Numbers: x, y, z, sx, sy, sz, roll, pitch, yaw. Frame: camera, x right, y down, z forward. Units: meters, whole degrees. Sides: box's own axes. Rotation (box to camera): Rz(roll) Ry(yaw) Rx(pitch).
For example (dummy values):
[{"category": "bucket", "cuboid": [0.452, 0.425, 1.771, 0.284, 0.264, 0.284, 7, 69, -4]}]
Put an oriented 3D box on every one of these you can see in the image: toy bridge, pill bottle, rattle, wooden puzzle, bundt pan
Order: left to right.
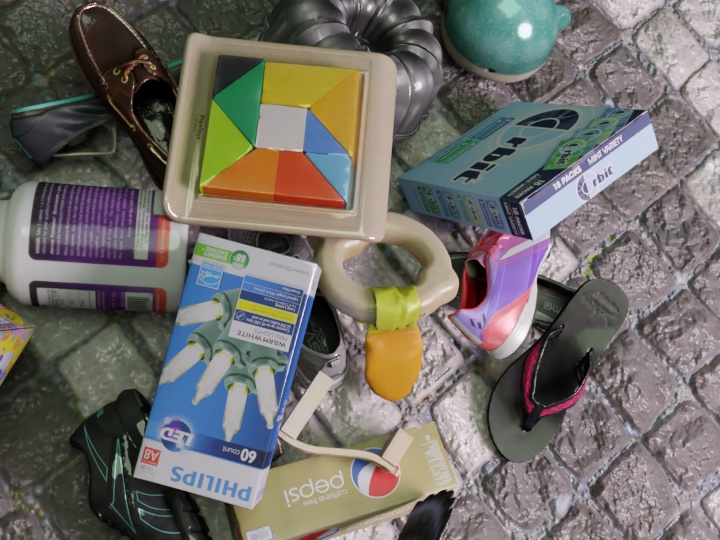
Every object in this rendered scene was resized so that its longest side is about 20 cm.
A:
[{"category": "pill bottle", "cuboid": [-0.258, -0.022, 0.904, 0.198, 0.112, 0.112, 4, 70, -11]}, {"category": "wooden puzzle", "cuboid": [-0.068, -0.124, 0.895, 0.198, 0.037, 0.187, 7, 71, -6]}, {"category": "toy bridge", "cuboid": [-0.048, 0.120, 0.865, 0.199, 0.027, 0.067, 36, 72, -1]}, {"category": "rattle", "cuboid": [0.000, 0.000, 0.952, 0.130, 0.143, 0.200, -39, 58, -15]}, {"category": "bundt pan", "cuboid": [0.001, -0.230, 1.018, 0.200, 0.076, 0.203, 16, 51, -21]}]

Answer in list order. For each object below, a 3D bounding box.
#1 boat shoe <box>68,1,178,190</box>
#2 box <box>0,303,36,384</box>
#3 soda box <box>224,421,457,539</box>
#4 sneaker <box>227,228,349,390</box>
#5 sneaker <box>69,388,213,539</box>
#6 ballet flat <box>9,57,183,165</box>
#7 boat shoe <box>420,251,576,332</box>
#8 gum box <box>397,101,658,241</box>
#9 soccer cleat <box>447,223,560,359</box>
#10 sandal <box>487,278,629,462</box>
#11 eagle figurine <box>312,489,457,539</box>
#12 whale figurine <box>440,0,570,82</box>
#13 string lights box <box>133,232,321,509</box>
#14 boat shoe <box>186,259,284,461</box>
[{"category": "boat shoe", "cuboid": [-0.200, -0.165, 0.926, 0.070, 0.070, 0.201, -35, 94, -21]}, {"category": "box", "cuboid": [-0.407, 0.081, 0.796, 0.192, 0.122, 0.201, 33, 89, 1]}, {"category": "soda box", "cuboid": [-0.019, 0.200, 0.898, 0.198, 0.068, 0.064, -13, 66, -16]}, {"category": "sneaker", "cuboid": [-0.060, 0.013, 0.950, 0.074, 0.082, 0.201, -27, 78, -19]}, {"category": "sneaker", "cuboid": [-0.186, 0.206, 0.870, 0.079, 0.075, 0.201, -27, 71, -6]}, {"category": "ballet flat", "cuboid": [-0.242, -0.152, 0.984, 0.199, 0.073, 0.073, -24, 77, -25]}, {"category": "boat shoe", "cuboid": [0.160, 0.022, 1.008, 0.198, 0.057, 0.067, 20, 68, -5]}, {"category": "gum box", "cuboid": [0.159, -0.105, 0.984, 0.169, 0.200, 0.045, -35, 115, -21]}, {"category": "soccer cleat", "cuboid": [0.138, -0.015, 0.954, 0.073, 0.068, 0.201, 31, 58, -18]}, {"category": "sandal", "cuboid": [0.189, 0.095, 0.963, 0.075, 0.045, 0.201, 34, 92, -2]}, {"category": "eagle figurine", "cuboid": [0.004, 0.280, 0.829, 0.198, 0.152, 0.152, -12, 81, -16]}, {"category": "whale figurine", "cuboid": [0.164, -0.309, 1.102, 0.158, 0.104, 0.201, 18, 68, -5]}, {"category": "string lights box", "cuboid": [-0.106, 0.081, 0.820, 0.102, 0.059, 0.202, 14, 86, 2]}, {"category": "boat shoe", "cuboid": [-0.102, 0.078, 0.915, 0.060, 0.072, 0.203, -17, 85, -17]}]
